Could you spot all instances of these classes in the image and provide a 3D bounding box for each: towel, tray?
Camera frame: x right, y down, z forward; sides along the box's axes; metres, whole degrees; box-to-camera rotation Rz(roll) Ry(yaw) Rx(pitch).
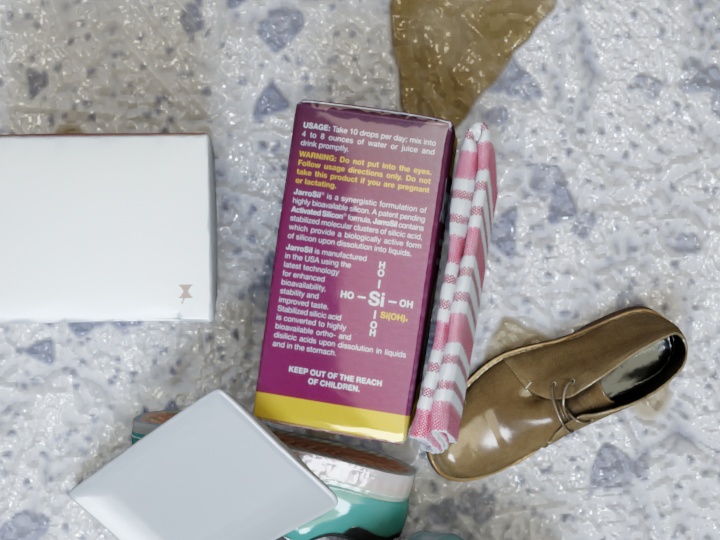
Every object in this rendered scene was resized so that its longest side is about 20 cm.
[{"bbox_3d":[0.061,0.016,0.887,0.029,0.146,0.203,9,81,8],"label":"towel"},{"bbox_3d":[-0.103,0.142,0.886,0.107,0.199,0.022,45,44,-11],"label":"tray"}]

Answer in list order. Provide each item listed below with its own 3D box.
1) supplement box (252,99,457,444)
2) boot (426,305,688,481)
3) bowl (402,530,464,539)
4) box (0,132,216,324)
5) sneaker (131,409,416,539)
[{"bbox_3d":[0.000,0.000,0.894,0.102,0.131,0.203,8,92,6],"label":"supplement box"},{"bbox_3d":[0.135,0.087,0.945,0.198,0.075,0.074,-29,98,-2],"label":"boot"},{"bbox_3d":[0.029,0.247,0.895,0.200,0.201,0.105,-38,75,-4],"label":"bowl"},{"bbox_3d":[-0.164,-0.026,0.849,0.150,0.200,0.108,-1,92,-6],"label":"box"},{"bbox_3d":[-0.065,0.151,0.929,0.197,0.071,0.081,14,95,-1],"label":"sneaker"}]
